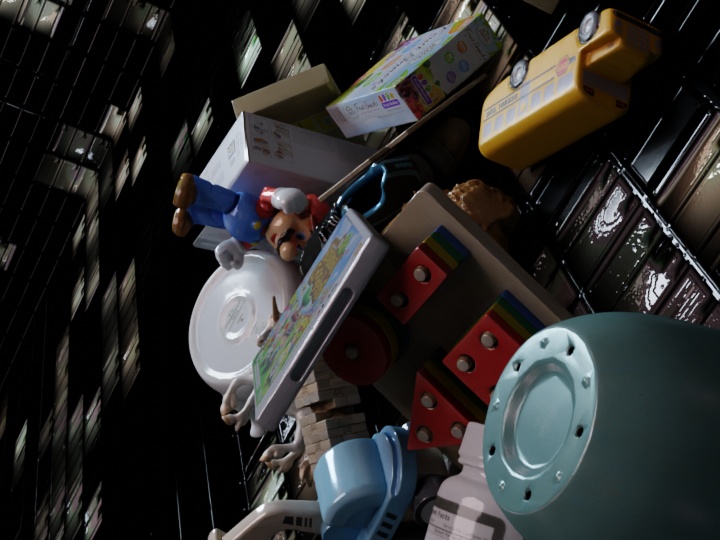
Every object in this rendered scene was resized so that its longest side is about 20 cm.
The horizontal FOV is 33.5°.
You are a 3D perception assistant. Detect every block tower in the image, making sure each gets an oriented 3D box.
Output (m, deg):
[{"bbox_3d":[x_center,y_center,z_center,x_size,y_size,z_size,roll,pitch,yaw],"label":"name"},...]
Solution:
[{"bbox_3d":[-0.033,0.151,1.284,0.054,0.057,0.202,-27,72,54],"label":"block tower"}]

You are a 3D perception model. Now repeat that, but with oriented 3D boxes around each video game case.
[{"bbox_3d":[-0.042,0.036,1.067,0.183,0.022,0.200,-58,10,5],"label":"video game case"}]

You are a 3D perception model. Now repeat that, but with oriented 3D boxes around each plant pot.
[{"bbox_3d":[0.179,0.119,0.799,0.201,0.160,0.202,-48,31,42],"label":"plant pot"}]

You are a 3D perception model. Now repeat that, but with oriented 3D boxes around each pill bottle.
[{"bbox_3d":[0.103,0.230,0.940,0.114,0.113,0.202,1,73,66],"label":"pill bottle"}]

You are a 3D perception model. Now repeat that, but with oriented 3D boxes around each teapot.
[{"bbox_3d":[-0.106,0.075,1.490,0.199,0.145,0.199,-29,56,29],"label":"teapot"}]

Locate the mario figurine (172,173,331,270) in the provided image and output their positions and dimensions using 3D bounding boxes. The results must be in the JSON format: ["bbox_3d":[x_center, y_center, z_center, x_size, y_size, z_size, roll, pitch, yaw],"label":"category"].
[{"bbox_3d":[-0.120,-0.048,1.383,0.123,0.197,0.107,131,150,-88],"label":"mario figurine"}]

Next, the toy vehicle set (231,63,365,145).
[{"bbox_3d":[-0.074,-0.188,1.525,0.200,0.123,0.027,52,-161,-69],"label":"toy vehicle set"}]

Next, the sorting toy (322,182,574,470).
[{"bbox_3d":[0.066,0.066,1.038,0.199,0.200,0.070,-50,-5,39],"label":"sorting toy"}]

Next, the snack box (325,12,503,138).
[{"bbox_3d":[0.058,-0.224,1.390,0.142,0.053,0.200,-43,17,-18],"label":"snack box"}]

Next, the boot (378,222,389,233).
[{"bbox_3d":[0.000,0.000,1.362,0.200,0.071,0.168,-113,31,-68],"label":"boot"}]

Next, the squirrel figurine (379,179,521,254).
[{"bbox_3d":[0.075,0.009,1.188,0.201,0.141,0.187,-60,-1,-35],"label":"squirrel figurine"}]

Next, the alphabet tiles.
[{"bbox_3d":[0.038,-0.141,1.326,0.200,0.008,0.167,-40,4,-42],"label":"alphabet tiles"}]

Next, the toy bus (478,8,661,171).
[{"bbox_3d":[0.191,-0.166,1.112,0.200,0.065,0.079,-28,48,58],"label":"toy bus"}]

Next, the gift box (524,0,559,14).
[{"bbox_3d":[0.144,-0.411,1.256,0.202,0.185,0.185,-65,24,15],"label":"gift box"}]

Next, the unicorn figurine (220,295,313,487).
[{"bbox_3d":[-0.092,0.138,1.362,0.137,0.200,0.074,-43,19,-4],"label":"unicorn figurine"}]

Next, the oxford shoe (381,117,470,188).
[{"bbox_3d":[0.074,-0.124,1.360,0.085,0.073,0.200,-50,12,-20],"label":"oxford shoe"}]

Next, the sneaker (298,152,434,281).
[{"bbox_3d":[-0.012,-0.055,1.280,0.200,0.082,0.073,-48,67,28],"label":"sneaker"}]

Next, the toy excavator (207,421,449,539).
[{"bbox_3d":[-0.028,0.225,1.128,0.100,0.198,0.196,-103,31,-52],"label":"toy excavator"}]

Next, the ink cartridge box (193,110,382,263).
[{"bbox_3d":[-0.095,-0.092,1.506,0.176,0.198,0.085,-48,41,41],"label":"ink cartridge box"}]
